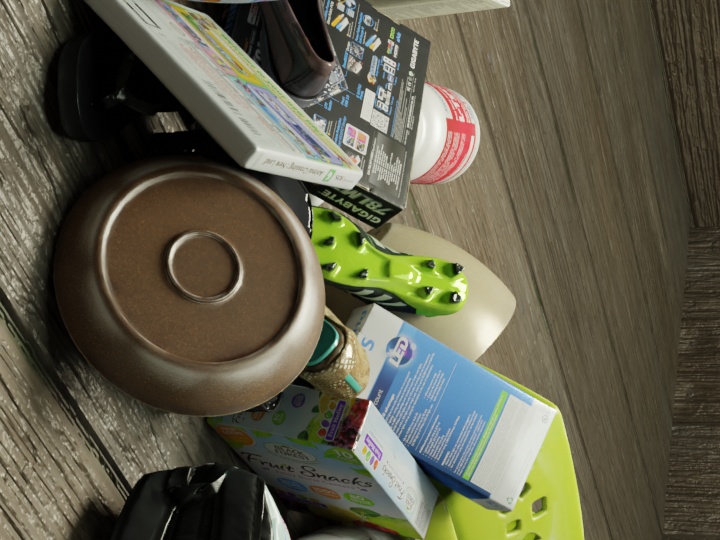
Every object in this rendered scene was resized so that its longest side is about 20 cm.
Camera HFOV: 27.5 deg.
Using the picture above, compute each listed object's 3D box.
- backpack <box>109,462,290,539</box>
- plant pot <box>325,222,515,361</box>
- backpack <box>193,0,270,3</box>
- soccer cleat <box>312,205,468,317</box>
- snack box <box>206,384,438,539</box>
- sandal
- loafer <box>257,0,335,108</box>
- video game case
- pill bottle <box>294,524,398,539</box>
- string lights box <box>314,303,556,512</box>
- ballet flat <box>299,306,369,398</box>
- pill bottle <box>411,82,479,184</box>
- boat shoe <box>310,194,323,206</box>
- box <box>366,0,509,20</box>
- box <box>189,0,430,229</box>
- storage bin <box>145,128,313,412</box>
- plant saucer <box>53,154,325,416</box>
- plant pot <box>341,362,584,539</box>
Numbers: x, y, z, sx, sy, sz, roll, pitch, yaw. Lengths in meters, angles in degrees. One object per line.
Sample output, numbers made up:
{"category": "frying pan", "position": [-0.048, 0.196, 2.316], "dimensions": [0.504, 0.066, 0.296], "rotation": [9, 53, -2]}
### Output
{"category": "backpack", "position": [-0.119, 0.241, 1.045], "dimensions": [0.127, 0.166, 0.201], "rotation": [91, 4, -60]}
{"category": "plant pot", "position": [0.033, 0.033, 1.438], "dimensions": [0.135, 0.200, 0.200], "rotation": [53, 30, -12]}
{"category": "backpack", "position": [-0.098, -0.279, 1.120], "dimensions": [0.190, 0.199, 0.155], "rotation": [-6, 91, -56]}
{"category": "soccer cleat", "position": [0.000, 0.000, 1.295], "dimensions": [0.199, 0.081, 0.068], "rotation": [21, 64, -20]}
{"category": "snack box", "position": [-0.029, 0.164, 1.277], "dimensions": [0.200, 0.141, 0.053], "rotation": [58, 45, -53]}
{"category": "sandal", "position": [-0.166, -0.145, 1.094], "dimensions": [0.200, 0.043, 0.077], "rotation": [-39, 123, -65]}
{"category": "loafer", "position": [-0.056, -0.238, 1.240], "dimensions": [0.072, 0.063, 0.201], "rotation": [3, 67, -37]}
{"category": "video game case", "position": [-0.103, -0.139, 1.099], "dimensions": [0.200, 0.022, 0.182], "rotation": [46, 15, 18]}
{"category": "pill bottle", "position": [-0.028, 0.289, 1.308], "dimensions": [0.200, 0.113, 0.114], "rotation": [2, 85, -70]}
{"category": "string lights box", "position": [0.064, 0.123, 1.310], "dimensions": [0.103, 0.199, 0.059], "rotation": [-63, -167, -15]}
{"category": "ballet flat", "position": [-0.047, 0.055, 1.236], "dimensions": [0.065, 0.070, 0.200], "rotation": [50, 0, -31]}
{"category": "pill bottle", "position": [0.051, -0.149, 1.576], "dimensions": [0.200, 0.112, 0.113], "rotation": [-7, 94, -70]}
{"category": "boat shoe", "position": [-0.043, -0.152, 1.406], "dimensions": [0.066, 0.073, 0.201], "rotation": [94, 6, -56]}
{"category": "box", "position": [0.039, -0.290, 1.438], "dimensions": [0.095, 0.199, 0.078], "rotation": [-5, 92, -69]}
{"category": "box", "position": [-0.037, -0.166, 1.292], "dimensions": [0.198, 0.050, 0.201], "rotation": [26, 54, -24]}
{"category": "storage bin", "position": [-0.113, 0.000, 1.150], "dimensions": [0.135, 0.093, 0.201], "rotation": [57, 35, -53]}
{"category": "plant saucer", "position": [-0.114, 0.002, 1.034], "dimensions": [0.032, 0.199, 0.201], "rotation": [131, -28, -57]}
{"category": "plant pot", "position": [0.085, 0.222, 1.473], "dimensions": [0.181, 0.200, 0.200], "rotation": [-34, 127, -26]}
